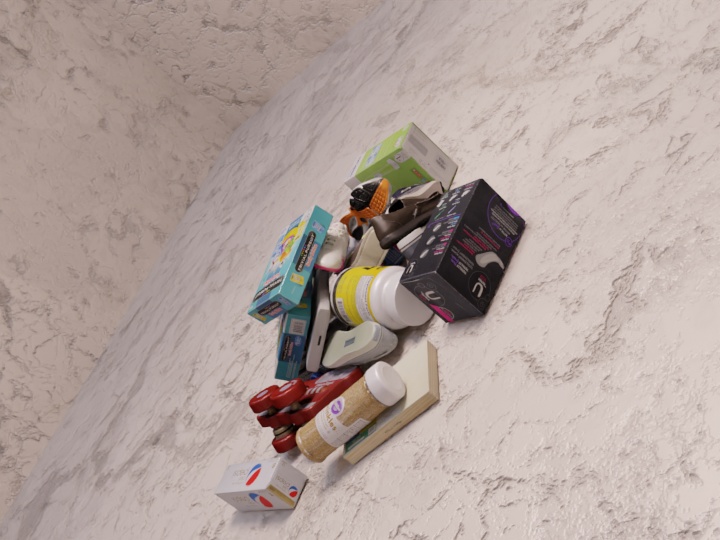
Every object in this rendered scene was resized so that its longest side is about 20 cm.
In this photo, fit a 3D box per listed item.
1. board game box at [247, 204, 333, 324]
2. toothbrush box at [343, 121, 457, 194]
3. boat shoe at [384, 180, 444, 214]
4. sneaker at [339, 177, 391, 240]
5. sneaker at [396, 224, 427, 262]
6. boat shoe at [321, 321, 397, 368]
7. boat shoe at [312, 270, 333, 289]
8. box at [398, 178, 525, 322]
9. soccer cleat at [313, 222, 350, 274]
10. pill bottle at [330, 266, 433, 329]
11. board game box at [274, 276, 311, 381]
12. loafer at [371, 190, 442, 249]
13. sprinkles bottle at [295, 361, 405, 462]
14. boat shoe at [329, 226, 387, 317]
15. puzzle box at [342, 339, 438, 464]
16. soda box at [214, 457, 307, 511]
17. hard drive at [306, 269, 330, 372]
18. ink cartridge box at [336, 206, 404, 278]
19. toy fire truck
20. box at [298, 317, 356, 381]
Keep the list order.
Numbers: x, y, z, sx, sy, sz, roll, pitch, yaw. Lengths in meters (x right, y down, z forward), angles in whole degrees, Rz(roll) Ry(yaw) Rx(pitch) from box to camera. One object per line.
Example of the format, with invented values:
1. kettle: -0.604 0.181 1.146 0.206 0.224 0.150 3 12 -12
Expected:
1. board game box: -0.135 -0.011 1.728 0.151 0.047 0.202 -31 33 56
2. toothbrush box: 0.085 -0.206 1.939 0.199 0.145 0.087 -28 29 47
3. boat shoe: 0.086 -0.122 1.812 0.092 0.075 0.199 -6 16 40
4. sneaker: 0.021 -0.145 1.819 0.092 0.076 0.200 -52 2 -30
5. sneaker: 0.119 -0.038 1.702 0.078 0.080 0.200 -38 -1 15
6. boat shoe: -0.002 0.145 1.643 0.200 0.071 0.071 -27 45 55
7. boat shoe: -0.095 0.024 1.933 0.076 0.060 0.202 -102 23 -67
8. box: 0.171 -0.032 1.503 0.106 0.122 0.201 -17 38 55
9. soccer cleat: -0.058 -0.049 1.774 0.200 0.069 0.087 -77 1 -79
10. pill bottle: 0.041 0.049 1.638 0.199 0.114 0.115 0 53 56
11. board game box: -0.134 0.100 1.804 0.201 0.046 0.152 -94 16 -61
12. loafer: 0.093 -0.111 1.694 0.199 0.072 0.073 -34 -3 -45
13. sprinkles bottle: -0.017 0.231 1.460 0.200 0.068 0.068 -43 22 23
14. boat shoe: 0.000 0.000 1.773 0.201 0.071 0.060 -62 1 9
15. puzzle box: 0.048 0.215 1.481 0.200 0.025 0.134 -41 23 25
16. soda box: -0.180 0.384 1.611 0.199 0.068 0.064 -23 34 51
17. hard drive: -0.084 0.091 1.768 0.200 0.026 0.133 -96 18 -67
18. ink cartridge box: 0.018 -0.029 1.881 0.200 0.076 0.137 -43 21 15
19. toy fire truck: -0.098 0.240 1.661 0.167 0.113 0.199 -35 9 -37
20. box: -0.058 0.149 1.798 0.199 0.035 0.111 -34 26 37
